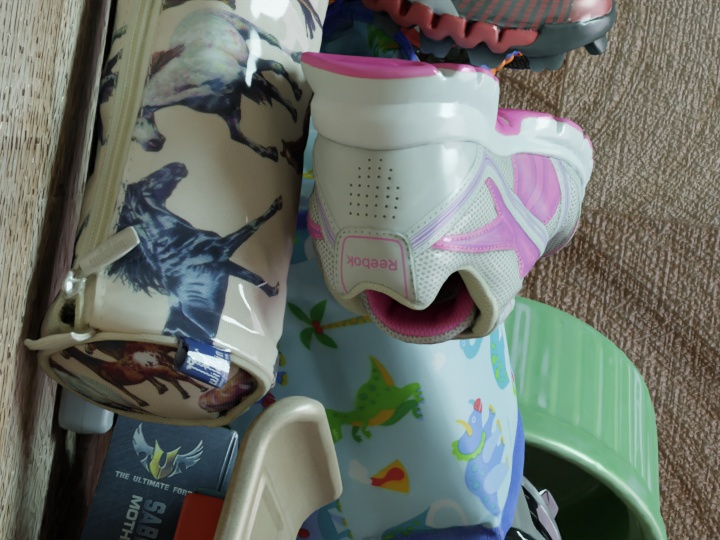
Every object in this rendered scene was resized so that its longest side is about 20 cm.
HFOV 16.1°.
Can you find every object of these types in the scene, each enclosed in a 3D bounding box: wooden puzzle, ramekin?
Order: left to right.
[{"bbox_3d":[-0.058,0.151,0.903,0.185,0.037,0.201,82,28,-75],"label":"wooden puzzle"},{"bbox_3d":[0.054,0.101,1.240,0.201,0.199,0.098,99,2,-48],"label":"ramekin"}]

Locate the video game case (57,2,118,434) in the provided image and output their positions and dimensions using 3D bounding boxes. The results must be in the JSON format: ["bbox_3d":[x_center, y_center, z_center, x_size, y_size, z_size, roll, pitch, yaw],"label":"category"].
[{"bbox_3d":[-0.090,-0.033,1.030,0.200,0.022,0.184,-61,159,-89],"label":"video game case"}]

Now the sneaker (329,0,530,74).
[{"bbox_3d":[0.043,-0.118,1.361,0.199,0.075,0.079,-2,78,-50],"label":"sneaker"}]

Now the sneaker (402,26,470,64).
[{"bbox_3d":[-0.002,-0.185,1.236,0.200,0.078,0.082,47,49,-32],"label":"sneaker"}]

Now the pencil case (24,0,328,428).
[{"bbox_3d":[-0.057,-0.053,0.855,0.089,0.077,0.201,36,58,-58],"label":"pencil case"}]

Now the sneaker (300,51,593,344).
[{"bbox_3d":[0.025,-0.017,0.890,0.200,0.081,0.089,17,80,-67],"label":"sneaker"}]

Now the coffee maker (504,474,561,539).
[{"bbox_3d":[0.016,0.177,1.039,0.200,0.191,0.136,-121,-155,-65],"label":"coffee maker"}]

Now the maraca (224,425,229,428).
[{"bbox_3d":[-0.073,0.121,1.310,0.200,0.106,0.138,-46,154,-66],"label":"maraca"}]

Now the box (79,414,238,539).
[{"bbox_3d":[-0.093,0.154,1.022,0.200,0.051,0.159,102,3,-72],"label":"box"}]

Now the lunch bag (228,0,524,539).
[{"bbox_3d":[0.000,0.000,1.072,0.200,0.127,0.171,-70,146,-56],"label":"lunch bag"}]

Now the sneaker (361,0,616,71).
[{"bbox_3d":[0.019,-0.154,1.051,0.071,0.199,0.098,-49,160,-58],"label":"sneaker"}]
